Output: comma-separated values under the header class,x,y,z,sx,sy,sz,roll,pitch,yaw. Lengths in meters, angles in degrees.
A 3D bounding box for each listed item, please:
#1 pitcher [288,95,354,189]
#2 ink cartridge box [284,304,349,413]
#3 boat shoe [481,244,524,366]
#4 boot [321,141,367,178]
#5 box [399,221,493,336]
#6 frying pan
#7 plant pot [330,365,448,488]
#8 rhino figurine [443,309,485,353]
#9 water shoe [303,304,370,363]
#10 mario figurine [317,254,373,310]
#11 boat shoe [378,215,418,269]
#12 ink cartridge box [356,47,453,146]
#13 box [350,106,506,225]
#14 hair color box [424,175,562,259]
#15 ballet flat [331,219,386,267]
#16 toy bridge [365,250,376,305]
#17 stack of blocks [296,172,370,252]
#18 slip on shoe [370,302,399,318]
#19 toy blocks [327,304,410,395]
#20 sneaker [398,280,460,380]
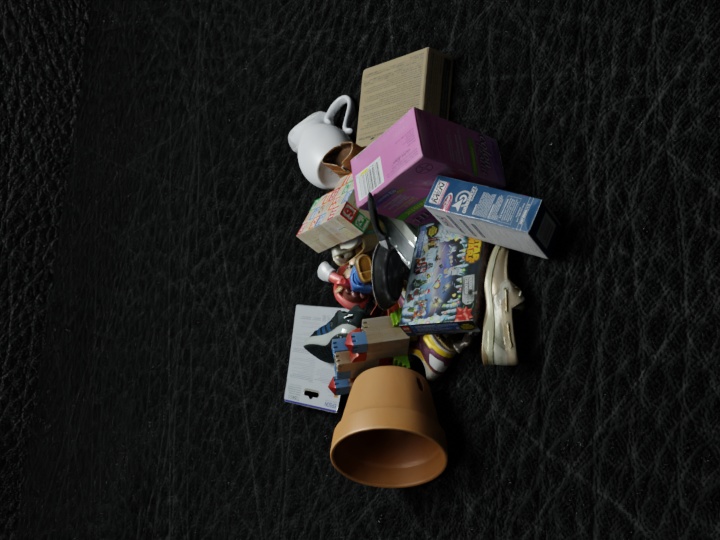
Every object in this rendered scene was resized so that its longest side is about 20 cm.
class,x,y,z,sx,sy,sz,roll,pitch,yaw
pitcher,-0.061,-0.269,1.957,0.172,0.120,0.201,-48,33,13
ink cartridge box,-0.075,0.174,1.898,0.198,0.040,0.205,2,82,53
boat shoe,0.232,0.055,1.512,0.063,0.072,0.204,1,65,16
boot,-0.015,-0.185,1.825,0.199,0.153,0.075,-33,54,42
box,0.146,0.008,1.570,0.134,0.040,0.204,-7,55,30
frying pan,0.046,-0.030,1.592,0.030,0.115,0.195,-1,87,23
plant pot,0.050,0.257,1.601,0.199,0.198,0.142,-39,35,40
rhino figurine,0.155,0.038,1.613,0.087,0.060,0.202,-39,48,15
water shoe,-0.039,0.120,1.785,0.199,0.071,0.080,-23,34,58
mario figurine,0.000,0.000,1.733,0.106,0.123,0.200,-51,7,-21
boat shoe,0.065,-0.070,1.757,0.072,0.069,0.201,-58,43,19
ink cartridge box,0.082,-0.314,1.800,0.198,0.074,0.169,-4,79,52
box,0.114,-0.165,1.611,0.175,0.197,0.099,-34,55,42
hair color box,0.209,-0.086,1.498,0.197,0.100,0.061,18,77,37
ballet flat,-0.022,-0.051,1.794,0.199,0.062,0.070,-35,73,57
toy bridge,0.014,-0.009,1.843,0.068,0.027,0.200,-62,40,20
stack of blocks,-0.034,-0.112,1.755,0.199,0.058,0.117,-20,38,61
slip on shoe,0.025,0.129,1.763,0.074,0.060,0.203,49,120,45
toy blocks,0.010,0.149,1.644,0.202,0.133,0.101,96,164,-51
sneaker,0.097,0.101,1.664,0.091,0.074,0.201,-57,39,24
